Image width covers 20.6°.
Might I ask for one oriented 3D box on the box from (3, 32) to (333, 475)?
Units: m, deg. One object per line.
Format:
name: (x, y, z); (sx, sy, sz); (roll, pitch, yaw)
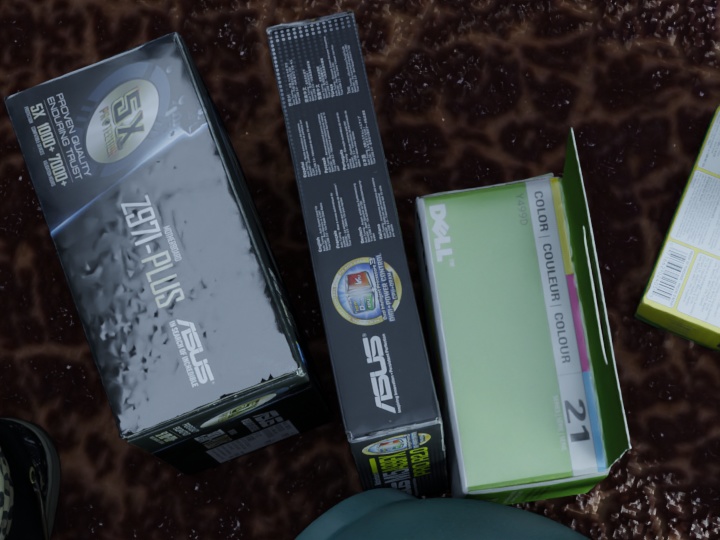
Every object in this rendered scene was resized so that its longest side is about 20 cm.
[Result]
box: (-0.084, 0.001, 0.943); (0.086, 0.200, 0.165); (-21, 79, -1)

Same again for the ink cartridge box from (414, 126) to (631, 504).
ink cartridge box: (0.072, 0.028, 0.933); (0.075, 0.200, 0.149); (-8, 79, 0)

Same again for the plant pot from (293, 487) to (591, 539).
plant pot: (0.029, 0.185, 0.925); (0.200, 0.200, 0.134); (-48, 55, -7)

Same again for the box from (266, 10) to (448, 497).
box: (0.000, 0.000, 0.952); (0.044, 0.160, 0.201); (-12, 73, 0)

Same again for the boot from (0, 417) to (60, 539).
boot: (-0.192, 0.164, 0.939); (0.073, 0.154, 0.205); (4, 79, 3)

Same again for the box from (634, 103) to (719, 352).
box: (0.254, 0.006, 1.011); (0.199, 0.048, 0.118); (22, 81, 8)
